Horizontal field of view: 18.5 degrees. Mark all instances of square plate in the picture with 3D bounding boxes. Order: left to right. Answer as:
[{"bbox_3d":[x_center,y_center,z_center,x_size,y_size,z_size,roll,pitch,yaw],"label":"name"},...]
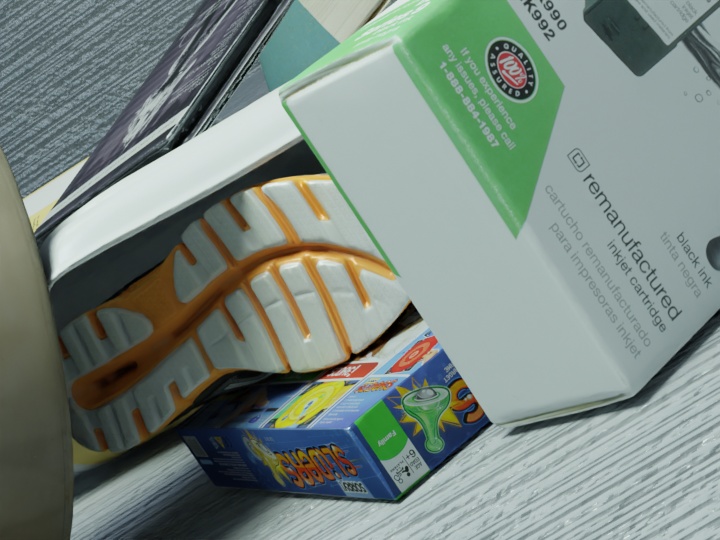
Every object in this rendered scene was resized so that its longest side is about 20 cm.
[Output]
[{"bbox_3d":[-0.075,-0.026,0.951,0.197,0.029,0.200,-32,-4,-25],"label":"square plate"}]

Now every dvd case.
[{"bbox_3d":[-0.070,-0.101,1.031,0.148,0.016,0.201,-29,24,54],"label":"dvd case"}]

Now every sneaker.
[{"bbox_3d":[-0.044,0.009,0.914,0.199,0.079,0.077,-24,1,32],"label":"sneaker"}]

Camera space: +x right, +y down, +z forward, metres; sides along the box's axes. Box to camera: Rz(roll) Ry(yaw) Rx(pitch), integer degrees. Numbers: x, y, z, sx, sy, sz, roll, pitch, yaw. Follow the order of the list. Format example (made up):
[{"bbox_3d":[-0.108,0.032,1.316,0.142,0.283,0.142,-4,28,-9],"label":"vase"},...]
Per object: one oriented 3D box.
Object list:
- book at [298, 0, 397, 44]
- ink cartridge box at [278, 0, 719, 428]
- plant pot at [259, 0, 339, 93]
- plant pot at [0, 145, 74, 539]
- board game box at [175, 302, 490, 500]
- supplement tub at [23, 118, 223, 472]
[{"bbox_3d":[0.047,-0.172,0.977,0.134,0.048,0.200,-45,-2,19],"label":"book"},{"bbox_3d":[0.092,-0.064,0.790,0.200,0.146,0.084,-41,11,-32],"label":"ink cartridge box"},{"bbox_3d":[0.024,-0.144,1.294,0.199,0.189,0.200,-34,9,6],"label":"plant pot"},{"bbox_3d":[-0.224,0.044,0.878,0.172,0.202,0.200,-11,0,-23],"label":"plant pot"},{"bbox_3d":[0.014,0.037,0.901,0.135,0.035,0.200,-39,11,-20],"label":"board game box"},{"bbox_3d":[-0.133,0.020,1.158,0.199,0.146,0.145,-29,11,33],"label":"supplement tub"}]
